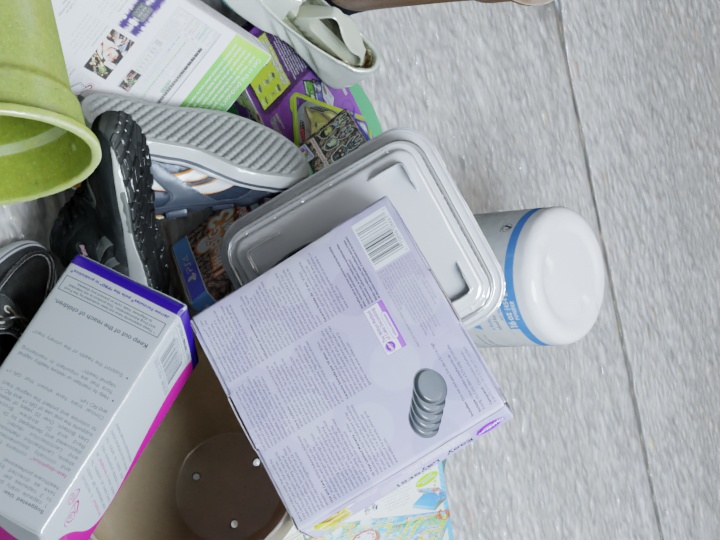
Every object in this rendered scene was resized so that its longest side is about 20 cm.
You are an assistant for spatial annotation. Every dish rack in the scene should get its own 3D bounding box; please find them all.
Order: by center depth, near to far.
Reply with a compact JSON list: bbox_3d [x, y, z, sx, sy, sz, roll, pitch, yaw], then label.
[{"bbox_3d":[0.000,0.000,1.267,0.173,0.198,0.044,60,6,-3],"label":"dish rack"}]

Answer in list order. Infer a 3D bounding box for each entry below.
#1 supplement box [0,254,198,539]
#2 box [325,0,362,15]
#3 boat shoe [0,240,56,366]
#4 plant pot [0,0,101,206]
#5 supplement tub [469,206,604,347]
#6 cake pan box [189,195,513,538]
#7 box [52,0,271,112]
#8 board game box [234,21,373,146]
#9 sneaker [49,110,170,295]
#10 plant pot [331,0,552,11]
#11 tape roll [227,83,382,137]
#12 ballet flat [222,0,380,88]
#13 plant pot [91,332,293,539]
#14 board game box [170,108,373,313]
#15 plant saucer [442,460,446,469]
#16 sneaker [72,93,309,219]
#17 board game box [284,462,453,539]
[{"bbox_3d":[-0.215,0.108,1.182,0.201,0.102,0.102,-61,166,-25],"label":"supplement box"},{"bbox_3d":[-0.055,-0.352,1.452,0.148,0.106,0.203,30,66,-42],"label":"box"},{"bbox_3d":[-0.280,0.057,1.195,0.070,0.066,0.201,54,51,-30],"label":"boat shoe"},{"bbox_3d":[-0.291,-0.162,1.130,0.199,0.199,0.187,9,69,-47],"label":"plant pot"},{"bbox_3d":[0.126,0.010,1.552,0.131,0.198,0.134,7,81,-47],"label":"supplement tub"},{"bbox_3d":[-0.010,0.069,1.193,0.201,0.183,0.052,59,3,20],"label":"cake pan box"},{"bbox_3d":[-0.187,-0.170,1.279,0.145,0.036,0.199,-48,133,13],"label":"box"},{"bbox_3d":[-0.050,-0.138,1.426,0.120,0.032,0.201,-47,120,-36],"label":"board game box"},{"bbox_3d":[-0.204,-0.035,1.226,0.076,0.086,0.202,-84,173,-46],"label":"sneaker"},{"bbox_3d":[0.060,-0.310,1.350,0.199,0.197,0.203,6,82,-47],"label":"plant pot"},{"bbox_3d":[-0.054,-0.096,1.474,0.199,0.048,0.204,6,81,-47],"label":"tape roll"},{"bbox_3d":[-0.052,-0.227,1.366,0.200,0.069,0.070,38,60,-39],"label":"ballet flat"},{"bbox_3d":[-0.123,0.161,1.293,0.135,0.197,0.203,62,38,-67],"label":"plant pot"},{"bbox_3d":[-0.035,-0.006,1.371,0.199,0.097,0.160,-38,123,6],"label":"board game box"},{"bbox_3d":[0.033,0.167,1.554,0.200,0.038,0.204,4,84,-48],"label":"plant saucer"},{"bbox_3d":[-0.143,-0.085,1.293,0.198,0.080,0.079,12,38,-23],"label":"sneaker"},{"bbox_3d":[-0.003,0.241,1.473,0.198,0.034,0.136,-17,104,-35],"label":"board game box"}]
